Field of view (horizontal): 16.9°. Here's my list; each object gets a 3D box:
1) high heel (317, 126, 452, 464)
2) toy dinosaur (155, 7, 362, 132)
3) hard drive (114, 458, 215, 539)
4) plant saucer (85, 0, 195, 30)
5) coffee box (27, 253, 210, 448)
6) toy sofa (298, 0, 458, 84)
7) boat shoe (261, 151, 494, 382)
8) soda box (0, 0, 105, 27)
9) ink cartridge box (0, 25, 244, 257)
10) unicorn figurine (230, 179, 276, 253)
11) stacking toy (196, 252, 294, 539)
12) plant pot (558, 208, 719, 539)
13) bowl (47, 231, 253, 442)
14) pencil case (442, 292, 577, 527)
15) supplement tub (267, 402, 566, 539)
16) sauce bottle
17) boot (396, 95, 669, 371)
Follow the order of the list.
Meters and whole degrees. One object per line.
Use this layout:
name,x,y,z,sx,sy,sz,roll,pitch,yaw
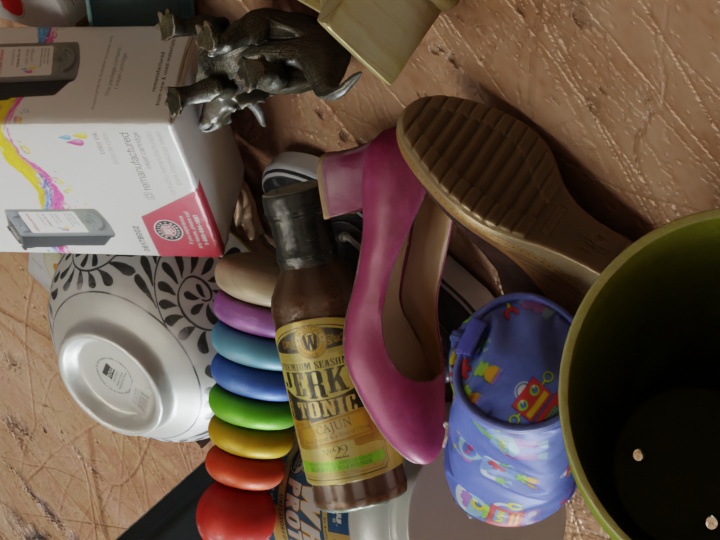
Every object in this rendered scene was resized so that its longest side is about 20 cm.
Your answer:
high heel,0.039,0.015,1.439,0.095,0.067,0.202,-10,91,40
toy dinosaur,-0.054,-0.129,1.436,0.199,0.102,0.078,-11,93,51
hard drive,-0.080,0.198,1.815,0.033,0.200,0.140,13,138,53
plant saucer,-0.141,-0.173,1.541,0.201,0.069,0.019,90,163,-57
coffee box,-0.155,0.022,1.833,0.200,0.080,0.115,45,156,11
toy sofa,-0.039,-0.194,1.323,0.199,0.098,0.083,33,177,33
boat shoe,0.000,0.000,1.540,0.200,0.068,0.072,39,155,22
soda box,-0.231,-0.212,1.627,0.199,0.068,0.064,20,143,49
ink cartridge box,-0.189,-0.082,1.573,0.198,0.086,0.148,-1,145,14
unicorn figurine,-0.135,-0.057,1.709,0.199,0.074,0.138,0,128,40
stacking toy,-0.067,0.094,1.610,0.085,0.085,0.202,22,108,47
plant pot,0.183,0.084,1.240,0.187,0.187,0.200,45,170,9
bowl,-0.149,0.052,1.683,0.200,0.094,0.202,21,135,23
pencil case,0.085,0.082,1.363,0.086,0.078,0.200,22,160,10
supplement tub,0.033,0.158,1.625,0.145,0.145,0.200,56,156,-17
sauce bottle,-0.021,0.046,1.489,0.065,0.064,0.202,1,107,60
boot,0.091,0.005,1.380,0.200,0.072,0.167,39,153,15
